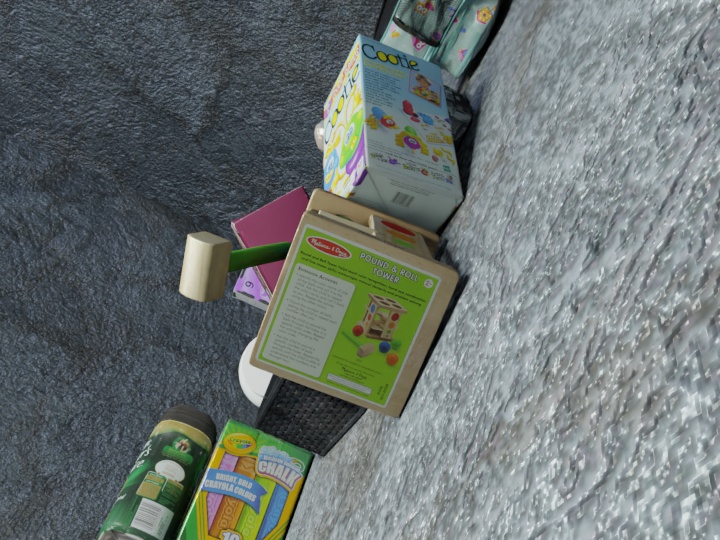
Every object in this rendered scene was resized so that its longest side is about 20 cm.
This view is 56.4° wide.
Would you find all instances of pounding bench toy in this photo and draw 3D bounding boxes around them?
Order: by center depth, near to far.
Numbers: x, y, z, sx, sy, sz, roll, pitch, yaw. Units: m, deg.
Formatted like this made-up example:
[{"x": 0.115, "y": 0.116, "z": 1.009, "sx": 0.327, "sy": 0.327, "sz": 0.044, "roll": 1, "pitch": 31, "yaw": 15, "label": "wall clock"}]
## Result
[{"x": -0.040, "y": 0.003, "z": 0.568, "sx": 0.156, "sy": 0.198, "sz": 0.125, "roll": -91, "pitch": 23, "yaw": -75, "label": "pounding bench toy"}]

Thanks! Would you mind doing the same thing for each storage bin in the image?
[{"x": -0.043, "y": 0.108, "z": 0.756, "sx": 0.200, "sy": 0.093, "sz": 0.136, "roll": 123, "pitch": 169, "yaw": -54, "label": "storage bin"}]

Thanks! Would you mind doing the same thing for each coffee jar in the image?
[{"x": -0.255, "y": 0.274, "z": 0.859, "sx": 0.105, "sy": 0.085, "sz": 0.201, "roll": -60, "pitch": 8, "yaw": 36, "label": "coffee jar"}]

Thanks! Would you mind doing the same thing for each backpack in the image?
[{"x": 0.102, "y": -0.346, "z": 0.905, "sx": 0.200, "sy": 0.152, "sz": 0.177, "roll": -47, "pitch": 16, "yaw": 46, "label": "backpack"}]

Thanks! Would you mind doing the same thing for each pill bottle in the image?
[{"x": -0.112, "y": 0.149, "z": 0.963, "sx": 0.200, "sy": 0.111, "sz": 0.113, "roll": 88, "pitch": -156, "yaw": -74, "label": "pill bottle"}]

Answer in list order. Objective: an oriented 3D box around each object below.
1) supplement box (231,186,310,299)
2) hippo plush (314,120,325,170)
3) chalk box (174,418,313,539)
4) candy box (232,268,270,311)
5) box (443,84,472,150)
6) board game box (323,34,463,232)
[{"x": -0.091, "y": -0.013, "z": 0.897, "sx": 0.102, "sy": 0.132, "sz": 0.200, "roll": -29, "pitch": -3, "yaw": -8, "label": "supplement box"}, {"x": 0.036, "y": -0.207, "z": 1.119, "sx": 0.160, "sy": 0.199, "sz": 0.161, "roll": -4, "pitch": 67, "yaw": 56, "label": "hippo plush"}, {"x": -0.146, "y": 0.277, "z": 0.879, "sx": 0.125, "sy": 0.123, "sz": 0.202, "roll": 125, "pitch": 167, "yaw": -61, "label": "chalk box"}, {"x": -0.108, "y": 0.006, "z": 1.221, "sx": 0.072, "sy": 0.198, "sz": 0.169, "roll": 134, "pitch": 158, "yaw": -72, "label": "candy box"}, {"x": 0.071, "y": -0.129, "z": 0.850, "sx": 0.158, "sy": 0.049, "sz": 0.202, "roll": -82, "pitch": 15, "yaw": -67, "label": "box"}, {"x": 0.026, "y": -0.129, "z": 0.697, "sx": 0.103, "sy": 0.104, "sz": 0.202, "roll": 126, "pitch": 151, "yaw": -45, "label": "board game box"}]
